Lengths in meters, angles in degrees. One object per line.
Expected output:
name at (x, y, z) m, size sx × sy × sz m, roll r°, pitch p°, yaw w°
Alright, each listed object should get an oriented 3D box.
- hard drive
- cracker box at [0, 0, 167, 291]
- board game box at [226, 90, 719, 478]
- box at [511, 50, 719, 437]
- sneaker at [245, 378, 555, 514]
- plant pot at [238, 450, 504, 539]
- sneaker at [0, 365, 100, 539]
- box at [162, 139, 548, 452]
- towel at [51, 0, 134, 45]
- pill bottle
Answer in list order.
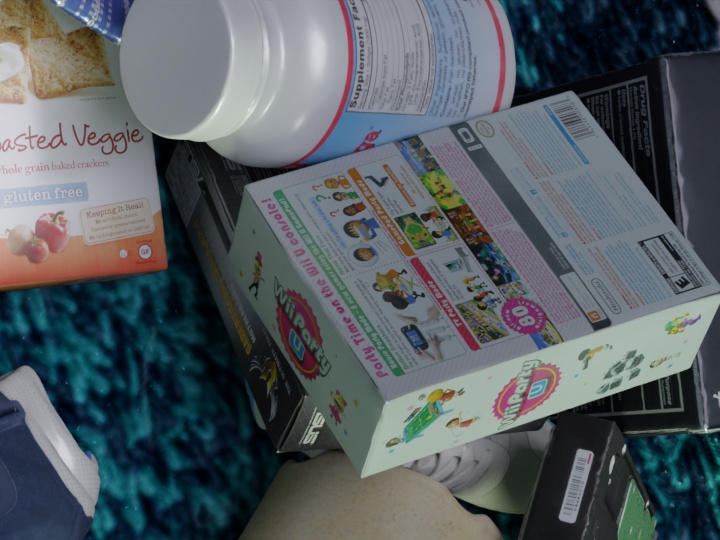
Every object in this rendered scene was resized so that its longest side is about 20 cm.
hard drive at (0.119, 0.171, 1.415) m, size 0.038 × 0.200 × 0.140 m, roll 11°, pitch 73°, yaw 18°
cracker box at (-0.180, -0.090, 1.347) m, size 0.134 × 0.058 × 0.201 m, roll -7°, pitch 88°, yaw -29°
board game box at (0.056, 0.003, 1.301) m, size 0.200 × 0.064 × 0.148 m, roll -16°, pitch 55°, yaw -27°
box at (0.169, -0.009, 1.443) m, size 0.123 × 0.198 × 0.201 m, roll -5°, pitch 88°, yaw -28°
sneaker at (0.024, 0.089, 1.412) m, size 0.200 × 0.077 × 0.081 m, roll 26°, pitch 36°, yaw -15°
plant pot at (-0.013, 0.202, 1.346) m, size 0.200 × 0.200 × 0.184 m, roll 34°, pitch 60°, yaw -21°
sneaker at (-0.227, 0.089, 1.308) m, size 0.200 × 0.081 × 0.147 m, roll 31°, pitch 43°, yaw 1°
box at (0.000, 0.000, 1.379) m, size 0.158 × 0.048 × 0.200 m, roll -3°, pitch 50°, yaw -29°
towel at (-0.100, -0.169, 1.356) m, size 0.200 × 0.024 × 0.145 m, roll 30°, pitch 50°, yaw -43°
pill bottle at (-0.021, -0.105, 1.325) m, size 0.200 × 0.109 × 0.109 m, roll -1°, pitch 86°, yaw -46°
